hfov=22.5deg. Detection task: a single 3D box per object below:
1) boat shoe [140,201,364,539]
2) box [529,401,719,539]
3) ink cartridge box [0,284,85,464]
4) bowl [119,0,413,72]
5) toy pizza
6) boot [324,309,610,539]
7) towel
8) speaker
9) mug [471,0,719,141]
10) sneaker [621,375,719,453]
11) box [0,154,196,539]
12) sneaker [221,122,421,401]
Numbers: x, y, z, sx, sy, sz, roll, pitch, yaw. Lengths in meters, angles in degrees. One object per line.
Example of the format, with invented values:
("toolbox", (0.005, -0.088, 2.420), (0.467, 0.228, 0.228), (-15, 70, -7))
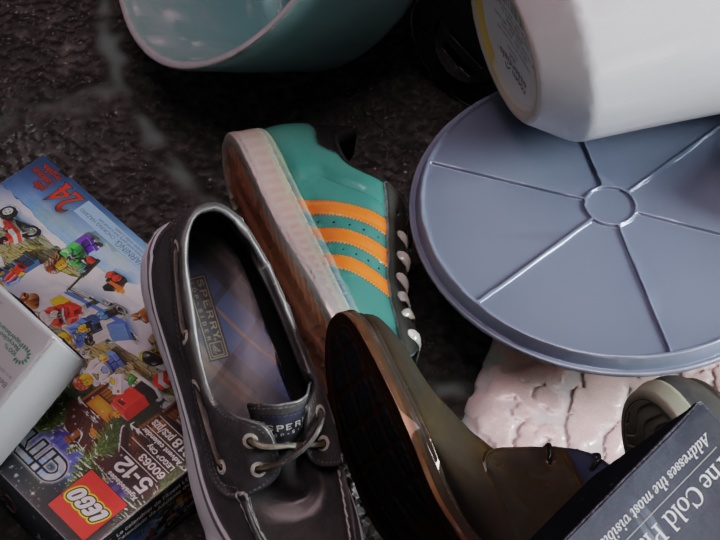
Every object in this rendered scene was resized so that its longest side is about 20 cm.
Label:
("boat shoe", (-0.042, 0.062, 0.799), (0.069, 0.066, 0.202), (-13, 76, -23))
("box", (0.110, 0.189, 0.679), (0.200, 0.104, 0.182), (-40, 85, -28))
("ink cartridge box", (-0.224, 0.085, 0.813), (0.099, 0.039, 0.200), (38, 82, 26))
("bowl", (-0.033, -0.190, 0.991), (0.104, 0.201, 0.202), (21, 34, -43))
("toy pizza", (0.122, -0.022, 0.896), (0.198, 0.032, 0.202), (1, 49, -1))
("boot", (0.061, 0.098, 0.800), (0.096, 0.075, 0.202), (-20, 77, -28))
("towel", (0.161, 0.041, 0.886), (0.189, 0.032, 0.201), (16, 51, 12))
("speaker", (0.118, -0.176, 1.031), (0.081, 0.082, 0.200), (33, 57, 24))
("mug", (0.134, -0.136, 0.903), (0.152, 0.186, 0.151), (-20, 97, -11))
("sneaker", (0.203, 0.107, 0.775), (0.106, 0.075, 0.200), (-40, 90, -25))
("box", (-0.143, 0.043, 0.874), (0.136, 0.038, 0.200), (-37, 60, -27))
("sneaker", (0.000, 0.000, 0.891), (0.079, 0.072, 0.201), (-15, 57, -18))
